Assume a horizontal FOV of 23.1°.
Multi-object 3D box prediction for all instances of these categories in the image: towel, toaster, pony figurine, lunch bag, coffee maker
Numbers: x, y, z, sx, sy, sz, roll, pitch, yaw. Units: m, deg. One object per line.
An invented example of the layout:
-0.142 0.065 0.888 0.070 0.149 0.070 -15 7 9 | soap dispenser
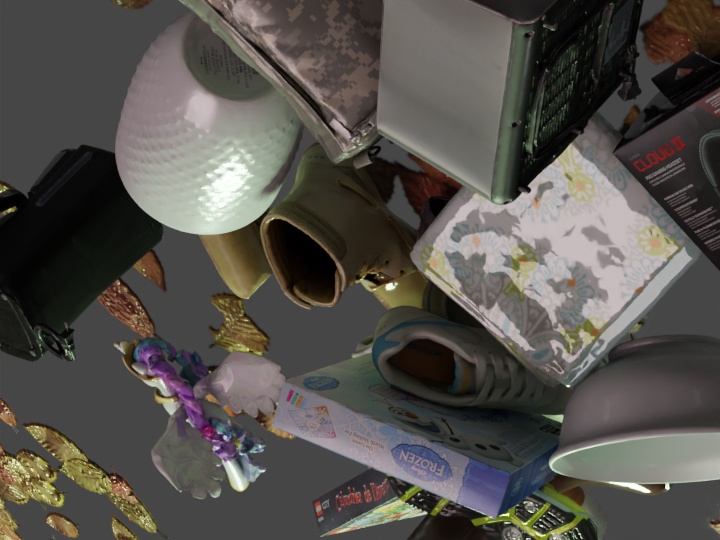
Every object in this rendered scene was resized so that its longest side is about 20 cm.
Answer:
0.152 -0.022 1.349 0.171 0.048 0.200 41 123 1 | towel
0.109 -0.161 1.175 0.118 0.181 0.201 30 145 22 | toaster
-0.169 0.158 1.888 0.192 0.167 0.200 30 162 31 | pony figurine
-0.024 -0.191 1.287 0.200 0.168 0.139 45 148 -5 | lunch bag
-0.290 -0.012 1.746 0.191 0.200 0.135 32 149 19 | coffee maker

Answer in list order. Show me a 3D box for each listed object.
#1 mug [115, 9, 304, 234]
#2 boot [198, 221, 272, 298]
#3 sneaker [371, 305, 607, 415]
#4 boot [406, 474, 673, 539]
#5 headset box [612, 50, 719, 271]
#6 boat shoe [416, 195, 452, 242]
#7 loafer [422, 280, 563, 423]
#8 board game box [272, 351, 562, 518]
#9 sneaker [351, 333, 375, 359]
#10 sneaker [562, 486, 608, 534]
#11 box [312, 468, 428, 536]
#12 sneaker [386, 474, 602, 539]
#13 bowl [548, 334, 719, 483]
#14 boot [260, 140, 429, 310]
-0.112 -0.154 1.415 0.146 0.202 0.176 10 155 -11 | mug
-0.137 -0.059 1.594 0.066 0.176 0.201 -19 119 12 | boot
0.106 0.084 1.440 0.198 0.081 0.077 8 107 1 | sneaker
0.152 0.220 1.546 0.185 0.200 0.065 16 142 34 | boot
0.280 -0.070 1.191 0.200 0.077 0.149 46 148 -9 | headset box
0.127 -0.002 1.439 0.199 0.072 0.065 29 149 29 | boat shoe
0.137 0.069 1.514 0.200 0.076 0.068 42 147 -18 | loafer
0.057 0.128 1.436 0.197 0.200 0.044 21 102 20 | board game box
0.039 0.113 1.678 0.116 0.073 0.200 50 151 11 | sneaker
0.137 0.224 1.686 0.199 0.073 0.085 -13 130 40 | sneaker
0.055 0.206 1.698 0.200 0.135 0.038 -39 64 57 | box
0.121 0.183 1.506 0.199 0.076 0.076 23 129 25 | sneaker
0.245 0.106 1.383 0.199 0.091 0.201 -1 162 0 | bowl
0.000 0.000 1.490 0.072 0.156 0.201 -28 106 27 | boot
